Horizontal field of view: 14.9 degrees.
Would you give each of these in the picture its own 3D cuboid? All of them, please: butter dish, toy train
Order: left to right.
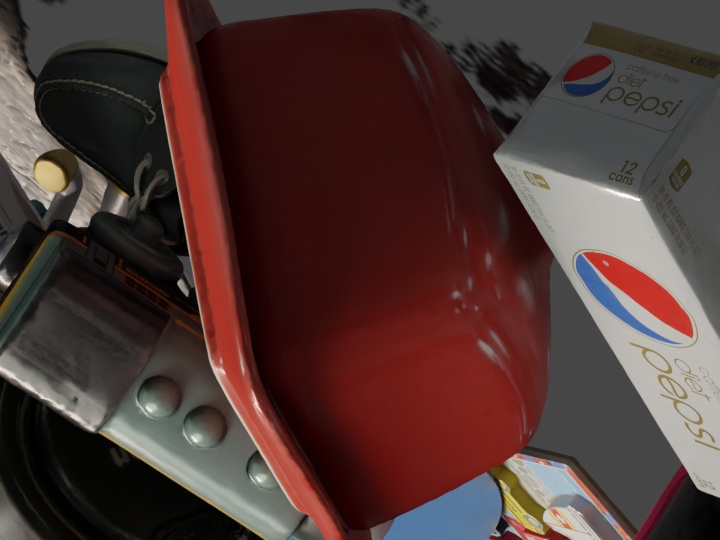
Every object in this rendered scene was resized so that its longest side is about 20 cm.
[{"bbox_3d":[-0.068,0.050,1.128,0.200,0.085,0.114,35,-171,-8],"label":"toy train"},{"bbox_3d":[0.020,-0.010,1.011,0.200,0.147,0.200,66,-169,-59],"label":"butter dish"}]

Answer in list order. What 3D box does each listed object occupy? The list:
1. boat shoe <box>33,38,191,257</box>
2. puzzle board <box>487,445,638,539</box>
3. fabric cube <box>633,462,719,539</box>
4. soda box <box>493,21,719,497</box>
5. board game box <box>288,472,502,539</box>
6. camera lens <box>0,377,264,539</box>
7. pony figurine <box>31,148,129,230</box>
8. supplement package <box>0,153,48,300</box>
[{"bbox_3d":[-0.072,-0.039,1.193,0.200,0.062,0.073,27,141,23],"label":"boat shoe"},{"bbox_3d":[0.110,0.150,1.397,0.200,0.017,0.151,48,159,-29],"label":"puzzle board"},{"bbox_3d":[0.179,0.222,1.115,0.196,0.200,0.199,30,170,22],"label":"fabric cube"},{"bbox_3d":[0.125,0.007,0.955,0.068,0.064,0.200,20,155,43],"label":"soda box"},{"bbox_3d":[-0.029,0.110,1.376,0.199,0.039,0.158,-15,147,19],"label":"board game box"},{"bbox_3d":[-0.138,0.136,1.240,0.160,0.160,0.200,38,128,-1],"label":"camera lens"},{"bbox_3d":[-0.164,0.038,1.377,0.166,0.193,0.200,26,158,4],"label":"pony figurine"},{"bbox_3d":[-0.246,0.001,1.236,0.156,0.111,0.200,57,140,8],"label":"supplement package"}]
